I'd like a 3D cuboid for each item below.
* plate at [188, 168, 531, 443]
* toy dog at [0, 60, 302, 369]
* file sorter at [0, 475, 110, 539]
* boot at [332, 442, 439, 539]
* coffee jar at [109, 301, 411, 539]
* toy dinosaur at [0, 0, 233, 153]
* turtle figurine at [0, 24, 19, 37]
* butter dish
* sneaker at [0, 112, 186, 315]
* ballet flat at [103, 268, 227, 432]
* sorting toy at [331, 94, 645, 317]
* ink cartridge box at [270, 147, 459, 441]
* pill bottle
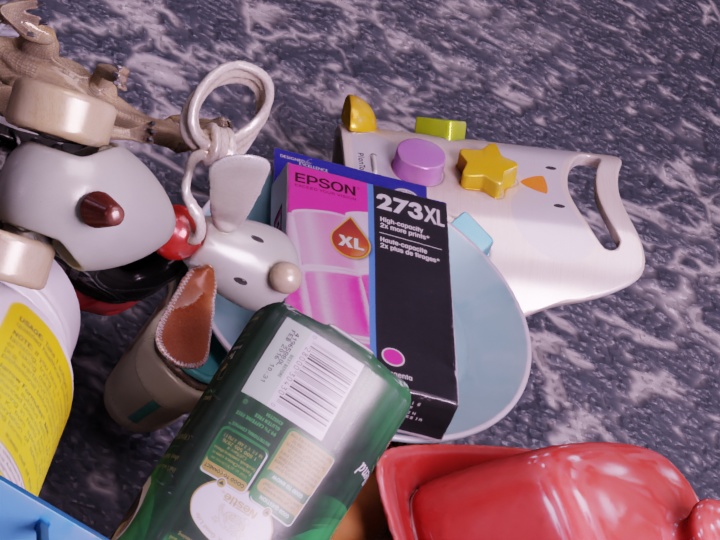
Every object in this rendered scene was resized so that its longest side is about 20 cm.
[{"bbox_3d":[-0.002,0.022,1.191,0.198,0.026,0.201,17,39,-14],"label":"plate"},{"bbox_3d":[-0.091,-0.022,1.026,0.199,0.133,0.096,-8,20,-40],"label":"toy dog"},{"bbox_3d":[-0.116,0.182,0.855,0.199,0.139,0.123,32,-2,-9],"label":"file sorter"},{"bbox_3d":[-0.022,0.106,1.139,0.199,0.077,0.156,22,39,-27],"label":"boot"},{"bbox_3d":[-0.062,0.119,0.985,0.085,0.201,0.104,33,-12,-2],"label":"coffee jar"},{"bbox_3d":[-0.162,-0.098,1.099,0.199,0.059,0.101,28,-3,0],"label":"toy dinosaur"},{"bbox_3d":[-0.232,-0.054,1.162,0.199,0.100,0.151,-24,98,-50],"label":"turtle figurine"},{"bbox_3d":[0.127,0.159,1.095,0.199,0.147,0.201,8,57,-52],"label":"butter dish"},{"bbox_3d":[-0.163,-0.041,1.098,0.200,0.097,0.071,32,66,-34],"label":"sneaker"},{"bbox_3d":[-0.089,0.030,1.205,0.069,0.070,0.200,33,27,1],"label":"ballet flat"},{"bbox_3d":[0.077,-0.033,1.340,0.178,0.108,0.201,-1,39,-5],"label":"sorting toy"},{"bbox_3d":[0.000,0.000,1.169,0.094,0.037,0.201,14,39,-13],"label":"ink cartridge box"},{"bbox_3d":[-0.195,0.071,1.010,0.114,0.115,0.201,27,33,-9],"label":"pill bottle"}]
